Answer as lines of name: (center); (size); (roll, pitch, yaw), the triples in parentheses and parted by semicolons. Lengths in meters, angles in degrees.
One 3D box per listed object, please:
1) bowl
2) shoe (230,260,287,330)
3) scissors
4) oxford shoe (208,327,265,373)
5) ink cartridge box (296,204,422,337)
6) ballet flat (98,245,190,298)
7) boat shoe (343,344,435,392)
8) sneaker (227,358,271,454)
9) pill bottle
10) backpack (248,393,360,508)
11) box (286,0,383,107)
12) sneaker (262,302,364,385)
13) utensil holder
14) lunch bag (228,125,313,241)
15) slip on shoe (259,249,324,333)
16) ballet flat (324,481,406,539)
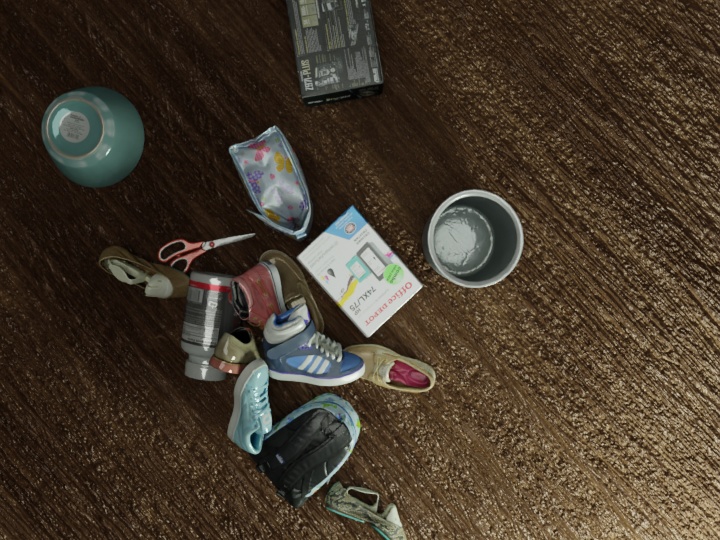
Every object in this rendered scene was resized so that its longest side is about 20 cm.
bowl: (-0.534, -0.267, 1.329); (0.198, 0.105, 0.204); (0, 92, 0)
shoe: (-0.191, 0.088, 1.316); (0.091, 0.071, 0.203); (-29, 118, -39)
scissors: (-0.313, -0.055, 1.377); (0.198, 0.014, 0.074); (-28, 90, 2)
oxford shoe: (-0.211, 0.147, 1.290); (0.070, 0.200, 0.076); (20, 93, 14)
ink cartridge box: (0.000, 0.000, 1.311); (0.147, 0.146, 0.200); (-42, 91, 2)
ballet flat: (-0.427, 0.012, 1.347); (0.198, 0.072, 0.068); (27, 116, -1)
boat shoe: (0.054, 0.195, 1.354); (0.197, 0.069, 0.075); (12, 92, 1)
sneaker: (-0.189, 0.257, 1.271); (0.081, 0.074, 0.202); (31, 125, 25)
pill bottle: (-0.290, 0.107, 1.333); (0.109, 0.111, 0.203); (8, 92, 0)
backpack: (-0.093, 0.331, 1.329); (0.163, 0.154, 0.200); (47, 119, 6)
box: (-0.049, -0.438, 1.330); (0.161, 0.086, 0.203); (-10, 91, 0)
sneaker: (-0.085, 0.133, 1.281); (0.197, 0.081, 0.148); (2, 117, -5)
utensil holder: (0.201, -0.059, 1.282); (0.167, 0.200, 0.173); (0, 92, 1)
lunch bag: (-0.158, -0.149, 1.296); (0.126, 0.170, 0.202); (-26, 92, 0)
slip on shoe: (-0.137, 0.048, 1.356); (0.075, 0.061, 0.202); (-27, 91, 1)
ballet flat: (0.025, 0.486, 1.369); (0.198, 0.068, 0.076); (30, 76, 2)
